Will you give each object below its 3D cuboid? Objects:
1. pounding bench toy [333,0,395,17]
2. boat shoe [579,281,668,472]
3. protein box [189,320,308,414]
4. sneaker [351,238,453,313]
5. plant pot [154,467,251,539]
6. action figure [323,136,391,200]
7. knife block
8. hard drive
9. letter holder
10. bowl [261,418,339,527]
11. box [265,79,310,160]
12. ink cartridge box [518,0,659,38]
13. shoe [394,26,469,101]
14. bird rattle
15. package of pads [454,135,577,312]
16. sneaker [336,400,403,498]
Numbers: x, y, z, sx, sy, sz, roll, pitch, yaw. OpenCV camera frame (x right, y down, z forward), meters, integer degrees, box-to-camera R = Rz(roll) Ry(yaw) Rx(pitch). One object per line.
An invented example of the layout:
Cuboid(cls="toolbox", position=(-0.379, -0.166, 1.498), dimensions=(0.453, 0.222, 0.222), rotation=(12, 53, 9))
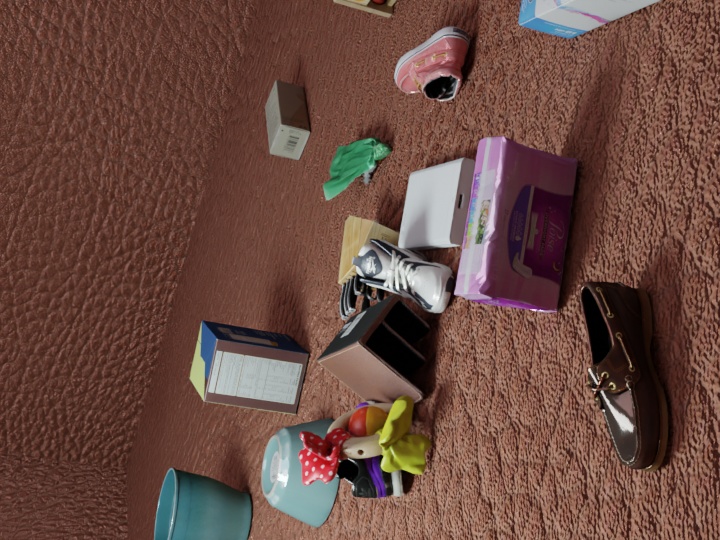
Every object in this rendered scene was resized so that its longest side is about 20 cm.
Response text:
Cuboid(cls="pounding bench toy", position=(0.031, -0.625, 2.015), dimensions=(0.156, 0.124, 0.200), rotation=(140, 138, -62))
Cuboid(cls="boat shoe", position=(0.258, 0.104, 1.041), dimensions=(0.070, 0.070, 0.200), rotation=(130, 145, -52))
Cuboid(cls="protein box", position=(-0.240, 0.204, 2.194), dimensions=(0.199, 0.200, 0.135), rotation=(-154, 76, -70))
Cuboid(cls="sneaker", position=(0.055, 0.005, 1.580), dimensions=(0.199, 0.129, 0.080), rotation=(-124, 48, -64))
Cuboid(cls="plant pot", position=(-0.352, 0.559, 2.330), dimensions=(0.200, 0.188, 0.200), rotation=(-169, 90, -72))
Cuboid(cls="action figure", position=(0.000, -0.208, 1.973), dimensions=(0.200, 0.055, 0.118), rotation=(-20, 59, 60))
Cuboid(cls="knife block", position=(0.000, 0.000, 1.788), dimensions=(0.176, 0.064, 0.200), rotation=(-66, 20, -1))
Cuboid(cls="hard drive", position=(0.118, -0.100, 1.622), dimensions=(0.200, 0.026, 0.132), rotation=(177, 104, -70))
Cuboid(cls="letter holder", position=(0.042, 0.137, 1.620), dimensions=(0.101, 0.142, 0.200), rotation=(-51, 7, -23))
Cuboid(cls="bowl", position=(-0.118, 0.367, 1.905), dimensions=(0.201, 0.105, 0.201), rotation=(-168, 90, -72))
Cuboid(cls="box", position=(-0.182, -0.374, 2.546), dimensions=(0.200, 0.078, 0.095), rotation=(-99, 28, -45))
Cuboid(cls="ink cartridge box", position=(0.280, -0.374, 1.226), dimensions=(0.200, 0.085, 0.145), rotation=(179, 102, -72))
Cuboid(cls="shoe", position=(0.110, -0.317, 1.695), dimensions=(0.200, 0.071, 0.091), rotation=(-29, 47, 60))
Cuboid(cls="bird rattle", position=(0.006, 0.252, 1.534), dimensions=(0.163, 0.200, 0.113), rotation=(-57, -53, -68))
Cuboid(cls="package of pads", position=(0.190, -0.053, 1.243), dimensions=(0.076, 0.120, 0.200), rotation=(-6, 73, 64))
Cuboid(cls="sneaker", position=(-0.002, 0.278, 1.605), dimensions=(0.200, 0.099, 0.070), rotation=(-112, 13, -57))
